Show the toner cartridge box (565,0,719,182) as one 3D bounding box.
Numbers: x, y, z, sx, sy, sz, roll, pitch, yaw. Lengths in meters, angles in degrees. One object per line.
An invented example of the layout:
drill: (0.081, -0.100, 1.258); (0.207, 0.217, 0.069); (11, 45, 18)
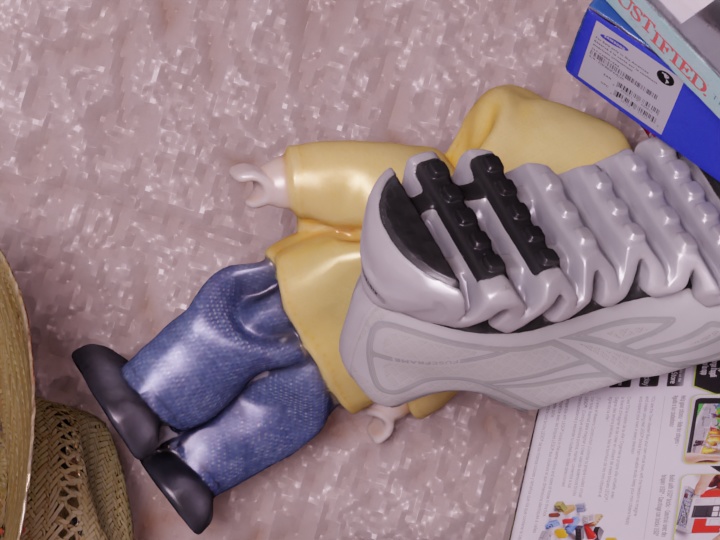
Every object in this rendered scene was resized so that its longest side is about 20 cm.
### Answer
toner cartridge box: (0.165, -0.115, 0.761); (0.095, 0.043, 0.200); (37, 67, 9)

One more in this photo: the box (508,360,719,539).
box: (0.101, 0.092, 0.711); (0.110, 0.200, 0.035); (-2, 124, 16)

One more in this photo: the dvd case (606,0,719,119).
dvd case: (0.185, -0.105, 0.724); (0.200, 0.022, 0.146); (-37, 75, -21)

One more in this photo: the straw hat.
straw hat: (-0.125, 0.088, 0.778); (0.085, 0.201, 0.201); (15, 86, -35)

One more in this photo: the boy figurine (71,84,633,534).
boy figurine: (0.000, 0.000, 0.780); (0.200, 0.064, 0.124); (-37, 125, -4)

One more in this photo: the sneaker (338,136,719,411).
sneaker: (0.083, 0.005, 0.748); (0.200, 0.081, 0.075); (-1, 46, -25)

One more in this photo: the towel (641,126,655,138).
towel: (0.212, -0.020, 0.800); (0.145, 0.022, 0.200); (-38, 84, 0)
